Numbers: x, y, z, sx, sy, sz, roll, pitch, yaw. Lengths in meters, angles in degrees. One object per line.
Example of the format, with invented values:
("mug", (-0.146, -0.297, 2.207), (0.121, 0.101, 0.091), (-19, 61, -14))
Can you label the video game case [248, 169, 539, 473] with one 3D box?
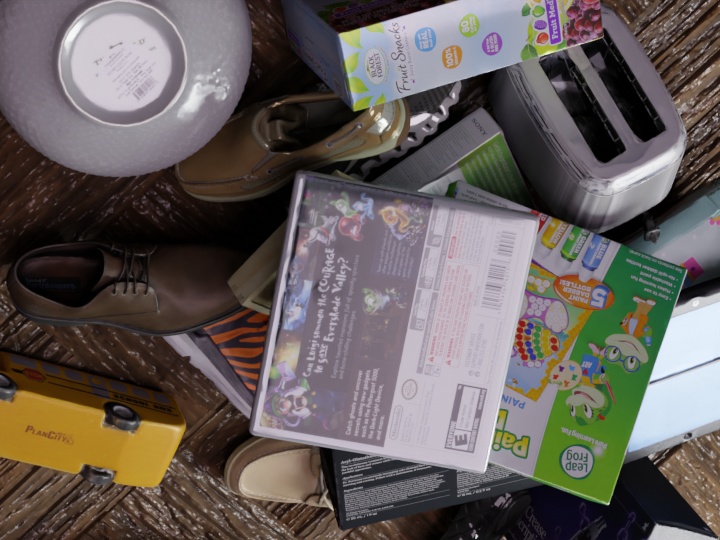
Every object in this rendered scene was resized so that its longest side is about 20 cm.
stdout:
("video game case", (0.023, 0.039, 1.223), (0.181, 0.023, 0.200), (10, 101, -5))

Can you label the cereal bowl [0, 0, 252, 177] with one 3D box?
("cereal bowl", (-0.175, -0.160, 1.204), (0.200, 0.083, 0.200), (-3, 108, -10))

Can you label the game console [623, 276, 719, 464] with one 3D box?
("game console", (0.276, 0.081, 1.399), (0.200, 0.031, 0.177), (-18, 137, -13))

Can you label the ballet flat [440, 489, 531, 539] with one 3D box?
("ballet flat", (0.088, 0.263, 1.575), (0.200, 0.057, 0.066), (-52, 147, 16))

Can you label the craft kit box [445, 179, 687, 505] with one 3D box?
("craft kit box", (0.129, 0.056, 1.288), (0.200, 0.049, 0.198), (20, 86, -7))

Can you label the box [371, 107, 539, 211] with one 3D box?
("box", (0.044, -0.034, 1.370), (0.200, 0.036, 0.144), (-33, 148, 0))

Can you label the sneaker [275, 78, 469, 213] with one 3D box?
("sneaker", (-0.001, -0.125, 1.319), (0.200, 0.066, 0.091), (-40, 125, 5))

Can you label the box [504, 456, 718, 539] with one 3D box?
("box", (0.220, 0.237, 1.512), (0.079, 0.200, 0.141), (19, 107, -28))

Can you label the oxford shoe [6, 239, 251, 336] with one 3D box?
("oxford shoe", (-0.174, 0.010, 1.281), (0.200, 0.084, 0.073), (-4, 77, -6))

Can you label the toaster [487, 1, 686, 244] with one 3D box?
("toaster", (0.182, -0.116, 1.308), (0.114, 0.200, 0.129), (-26, 167, -5))

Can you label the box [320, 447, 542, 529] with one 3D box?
("box", (0.067, 0.122, 1.376), (0.200, 0.079, 0.141), (-11, 134, -8))

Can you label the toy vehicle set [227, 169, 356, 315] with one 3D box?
("toy vehicle set", (0.000, 0.000, 1.316), (0.124, 0.027, 0.200), (-44, 146, 15))

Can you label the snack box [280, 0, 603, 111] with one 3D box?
("snack box", (0.055, -0.198, 1.241), (0.200, 0.169, 0.068), (-16, 117, -11))

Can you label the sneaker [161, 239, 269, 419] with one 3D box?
("sneaker", (-0.079, 0.054, 1.376), (0.112, 0.078, 0.200), (-42, 123, 5))

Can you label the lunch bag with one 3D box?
("lunch bag", (0.266, 0.020, 1.446), (0.170, 0.122, 0.200), (-31, 142, -3))

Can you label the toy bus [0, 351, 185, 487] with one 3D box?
("toy bus", (-0.244, 0.119, 1.346), (0.200, 0.078, 0.065), (18, 110, -28))

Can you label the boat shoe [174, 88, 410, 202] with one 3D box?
("boat shoe", (-0.065, -0.104, 1.257), (0.200, 0.072, 0.076), (-18, 169, 24))

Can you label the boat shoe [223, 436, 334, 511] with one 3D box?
("boat shoe", (-0.020, 0.177, 1.469), (0.200, 0.065, 0.072), (-2, 117, -21))
